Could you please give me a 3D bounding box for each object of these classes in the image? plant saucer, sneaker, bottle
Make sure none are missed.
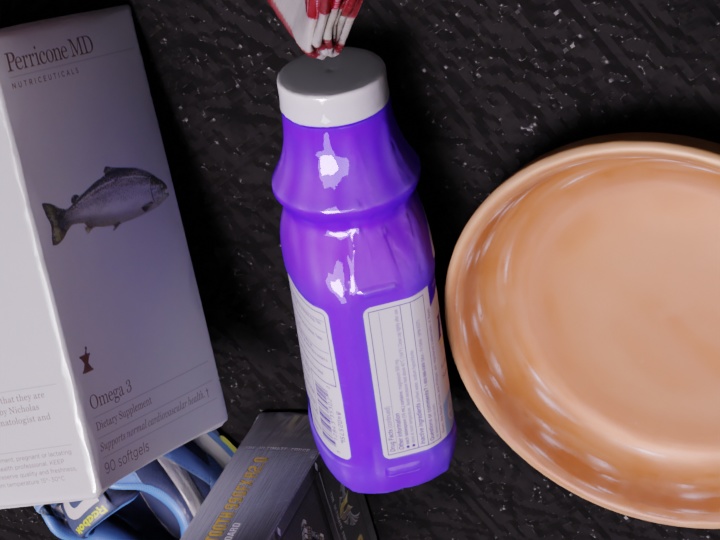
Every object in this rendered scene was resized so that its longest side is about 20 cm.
[{"bbox_3d":[0.136,0.024,0.971,0.200,0.037,0.200,11,126,16],"label":"plant saucer"},{"bbox_3d":[-0.136,0.081,1.105,0.200,0.082,0.074,42,130,-5],"label":"sneaker"},{"bbox_3d":[0.000,0.000,0.986,0.065,0.084,0.200,-13,121,-8],"label":"bottle"}]

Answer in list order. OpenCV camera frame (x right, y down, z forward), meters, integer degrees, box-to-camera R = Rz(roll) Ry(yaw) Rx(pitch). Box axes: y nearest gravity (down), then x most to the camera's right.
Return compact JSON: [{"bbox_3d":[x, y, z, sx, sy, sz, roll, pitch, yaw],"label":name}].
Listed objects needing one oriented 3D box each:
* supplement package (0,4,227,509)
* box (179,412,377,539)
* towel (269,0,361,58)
[{"bbox_3d":[-0.155,-0.005,0.994,0.117,0.117,0.200,-9,99,29],"label":"supplement package"},{"bbox_3d":[-0.033,0.194,1.087,0.048,0.158,0.200,-2,122,23],"label":"box"},{"bbox_3d":[-0.026,-0.198,0.840,0.144,0.023,0.200,53,142,34],"label":"towel"}]
